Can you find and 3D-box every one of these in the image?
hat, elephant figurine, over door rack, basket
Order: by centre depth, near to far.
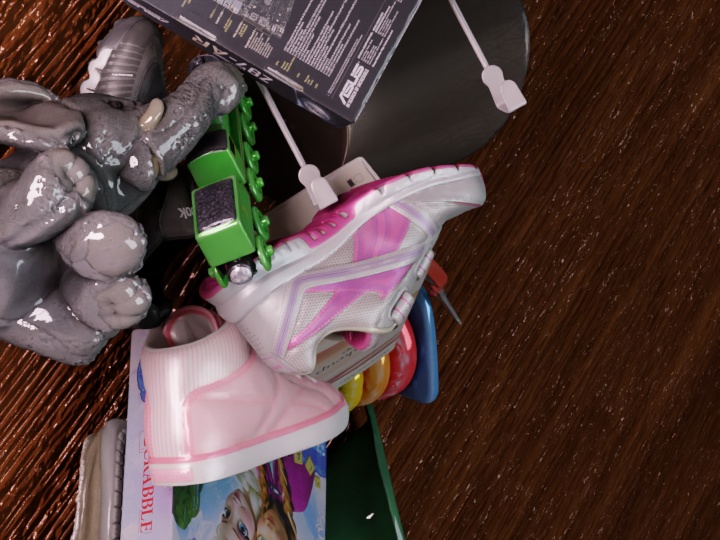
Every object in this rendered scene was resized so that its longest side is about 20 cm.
[{"bbox_3d":[-0.169,-0.049,1.455,0.142,0.155,0.200,-50,-159,34],"label":"elephant figurine"},{"bbox_3d":[-0.010,-0.151,1.586,0.147,0.201,0.067,-28,173,-3],"label":"over door rack"},{"bbox_3d":[0.001,-0.124,1.752,0.200,0.136,0.180,-26,158,-51],"label":"basket"},{"bbox_3d":[-0.055,0.211,1.966,0.200,0.175,0.166,-104,-179,-47],"label":"hat"}]

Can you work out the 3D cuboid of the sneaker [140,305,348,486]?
[{"bbox_3d":[-0.073,0.068,1.604,0.200,0.075,0.105,-15,96,-60],"label":"sneaker"}]

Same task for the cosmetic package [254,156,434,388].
[{"bbox_3d":[-0.026,0.015,1.704,0.103,0.087,0.200,-34,168,-15],"label":"cosmetic package"}]

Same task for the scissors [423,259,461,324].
[{"bbox_3d":[0.053,0.012,1.778,0.014,0.073,0.200,-51,144,-7],"label":"scissors"}]

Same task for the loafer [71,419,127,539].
[{"bbox_3d":[-0.171,0.197,1.637,0.075,0.069,0.201,21,69,-62],"label":"loafer"}]

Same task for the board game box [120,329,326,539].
[{"bbox_3d":[-0.087,0.163,1.665,0.200,0.041,0.200,41,42,-51],"label":"board game box"}]

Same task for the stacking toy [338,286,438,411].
[{"bbox_3d":[-0.045,0.074,1.833,0.200,0.116,0.110,-32,127,-38],"label":"stacking toy"}]

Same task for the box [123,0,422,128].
[{"bbox_3d":[-0.028,-0.211,1.522,0.201,0.160,0.044,-62,-171,-7],"label":"box"}]

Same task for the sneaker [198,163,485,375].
[{"bbox_3d":[0.000,0.000,1.569,0.200,0.081,0.088,-30,97,-21],"label":"sneaker"}]

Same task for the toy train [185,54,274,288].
[{"bbox_3d":[-0.085,-0.065,1.539,0.200,0.042,0.057,-101,167,-52],"label":"toy train"}]

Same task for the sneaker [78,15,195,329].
[{"bbox_3d":[-0.132,-0.054,1.557,0.066,0.090,0.201,-9,112,-64],"label":"sneaker"}]
